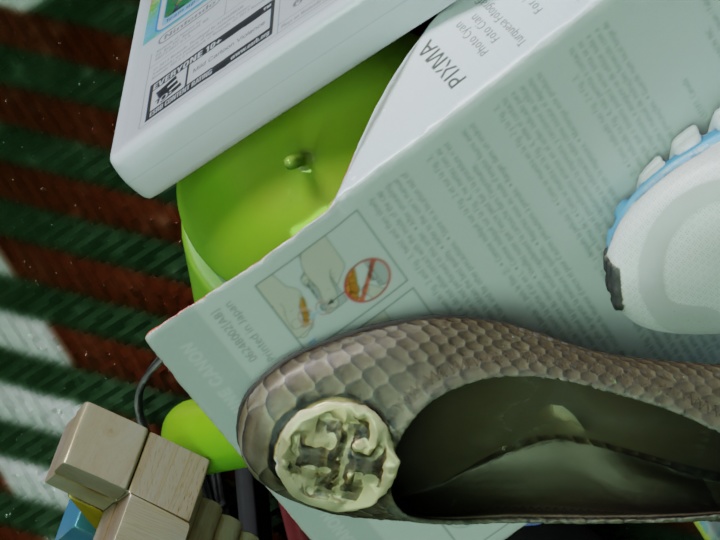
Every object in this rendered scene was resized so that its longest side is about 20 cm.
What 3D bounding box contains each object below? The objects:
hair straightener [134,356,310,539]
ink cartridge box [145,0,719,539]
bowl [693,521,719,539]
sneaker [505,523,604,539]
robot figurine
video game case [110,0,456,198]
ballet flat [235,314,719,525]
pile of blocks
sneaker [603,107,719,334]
[{"bbox_3d":[-0.050,0.111,1.004,0.077,0.041,0.200,-9,108,17],"label":"hair straightener"},{"bbox_3d":[0.045,-0.002,0.824,0.200,0.047,0.160,-36,130,1],"label":"ink cartridge box"},{"bbox_3d":[0.212,0.049,0.874,0.200,0.200,0.108,-25,140,20],"label":"bowl"},{"bbox_3d":[0.094,0.142,0.917,0.200,0.078,0.070,36,88,-28],"label":"sneaker"},{"bbox_3d":[0.000,0.000,0.900,0.115,0.176,0.200,13,144,15],"label":"robot figurine"},{"bbox_3d":[0.009,-0.125,0.856,0.200,0.182,0.024,-32,117,20],"label":"video game case"},{"bbox_3d":[0.063,0.054,0.793,0.200,0.046,0.067,4,124,-15],"label":"ballet flat"},{"bbox_3d":[-0.064,0.123,0.903,0.082,0.062,0.200,-1,145,30],"label":"pile of blocks"},{"bbox_3d":[0.171,-0.012,0.772,0.200,0.087,0.075,-13,124,4],"label":"sneaker"}]
